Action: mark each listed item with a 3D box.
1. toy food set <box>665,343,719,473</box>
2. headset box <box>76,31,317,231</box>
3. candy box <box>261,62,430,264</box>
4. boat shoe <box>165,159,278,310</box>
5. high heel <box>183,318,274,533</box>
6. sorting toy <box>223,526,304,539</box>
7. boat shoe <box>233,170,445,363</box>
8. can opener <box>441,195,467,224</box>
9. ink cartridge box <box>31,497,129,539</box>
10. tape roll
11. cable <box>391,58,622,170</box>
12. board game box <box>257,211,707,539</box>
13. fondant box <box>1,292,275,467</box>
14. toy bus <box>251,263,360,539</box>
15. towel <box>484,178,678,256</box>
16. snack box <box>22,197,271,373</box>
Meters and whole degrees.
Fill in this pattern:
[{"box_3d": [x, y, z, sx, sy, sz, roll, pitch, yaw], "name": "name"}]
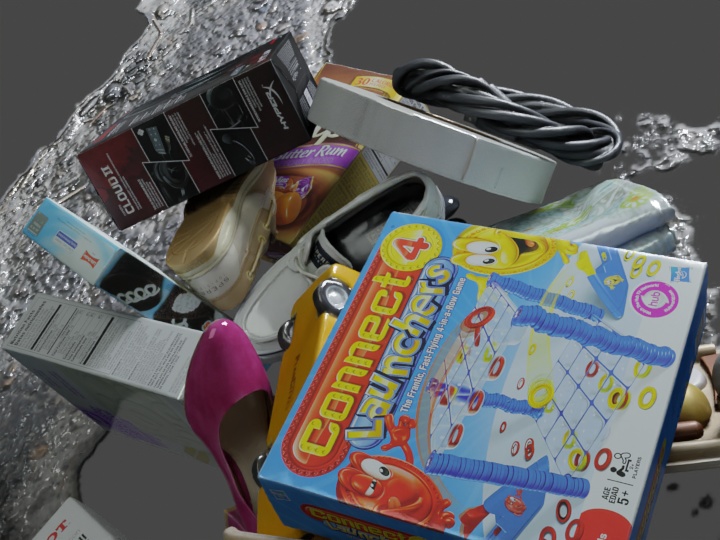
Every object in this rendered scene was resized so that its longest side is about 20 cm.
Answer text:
[{"box_3d": [0.173, 0.065, 0.667, 0.199, 0.061, 0.144, -7, 20, 7], "name": "toy food set"}, {"box_3d": [-0.138, -0.119, 0.911, 0.200, 0.077, 0.149, -23, 18, 12], "name": "headset box"}, {"box_3d": [-0.038, -0.098, 0.987, 0.116, 0.057, 0.200, 19, 64, 39], "name": "candy box"}, {"box_3d": [-0.105, -0.036, 0.893, 0.074, 0.069, 0.200, -22, 26, 24], "name": "boat shoe"}, {"box_3d": [-0.064, 0.132, 0.725, 0.067, 0.201, 0.096, -19, 27, -39], "name": "high heel"}, {"box_3d": [0.012, 0.237, 0.596, 0.200, 0.186, 0.036, -2, 14, 41], "name": "sorting toy"}, {"box_3d": [-0.020, -0.005, 0.815, 0.200, 0.066, 0.072, -34, 70, 1], "name": "boat shoe"}, {"box_3d": [0.000, 0.000, 0.879, 0.200, 0.063, 0.079, -34, 52, 0], "name": "can opener"}, {"box_3d": [-0.182, 0.269, 0.732, 0.200, 0.084, 0.146, 22, 66, 46], "name": "ink cartridge box"}, {"box_3d": [0.056, -0.104, 0.847, 0.203, 0.202, 0.037, 29, 103, 42], "name": "tape roll"}, {"box_3d": [0.121, -0.132, 0.861, 0.200, 0.163, 0.051, 31, 102, 41], "name": "cable"}, {"box_3d": [0.074, 0.070, 0.597, 0.195, 0.056, 0.200, 11, 55, 24], "name": "board game box"}, {"box_3d": [-0.162, 0.092, 0.837, 0.200, 0.144, 0.058, 11, 61, 35], "name": "fondant box"}, {"box_3d": [-0.017, 0.095, 0.698, 0.065, 0.078, 0.200, -46, 26, 44], "name": "toy bus"}, {"box_3d": [0.118, -0.009, 0.767, 0.200, 0.048, 0.171, -24, 7, 6], "name": "towel"}, {"box_3d": [-0.165, 0.020, 0.859, 0.116, 0.200, 0.037, 29, 82, 42], "name": "snack box"}]
